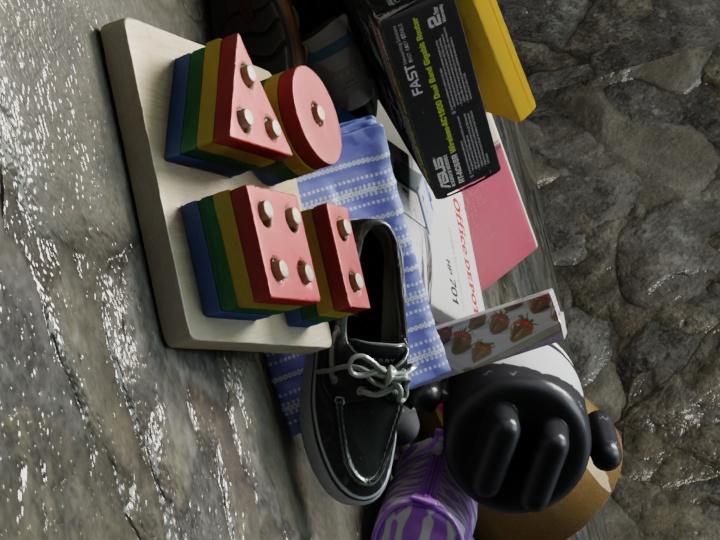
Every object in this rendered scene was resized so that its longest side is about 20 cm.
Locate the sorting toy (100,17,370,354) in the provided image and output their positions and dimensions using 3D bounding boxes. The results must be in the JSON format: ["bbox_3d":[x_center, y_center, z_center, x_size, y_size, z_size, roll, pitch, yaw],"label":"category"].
[{"bbox_3d":[-0.066,-0.054,1.081,0.200,0.069,0.200,9,66,-66],"label":"sorting toy"}]

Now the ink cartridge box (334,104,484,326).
[{"bbox_3d":[0.013,-0.022,1.376,0.200,0.085,0.147,28,45,-51],"label":"ink cartridge box"}]

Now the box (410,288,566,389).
[{"bbox_3d":[0.060,0.063,1.311,0.041,0.199,0.039,-16,87,-80],"label":"box"}]

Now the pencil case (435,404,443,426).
[{"bbox_3d":[0.088,0.079,1.561,0.088,0.088,0.201,-68,137,-72],"label":"pencil case"}]

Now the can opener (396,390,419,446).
[{"bbox_3d":[0.025,0.118,1.451,0.200,0.053,0.067,8,67,-77],"label":"can opener"}]

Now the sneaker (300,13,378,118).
[{"bbox_3d":[-0.022,-0.144,1.415,0.087,0.075,0.200,60,-2,2],"label":"sneaker"}]

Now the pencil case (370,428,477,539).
[{"bbox_3d":[0.058,0.198,1.419,0.200,0.083,0.086,-62,170,-76],"label":"pencil case"}]

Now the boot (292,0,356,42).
[{"bbox_3d":[-0.070,-0.278,1.450,0.165,0.065,0.200,57,-3,21],"label":"boot"}]

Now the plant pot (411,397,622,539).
[{"bbox_3d":[0.134,0.153,1.707,0.200,0.186,0.187,49,23,-32],"label":"plant pot"}]

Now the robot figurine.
[{"bbox_3d":[0.129,0.122,1.422,0.151,0.124,0.200,55,13,-14],"label":"robot figurine"}]

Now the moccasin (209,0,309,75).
[{"bbox_3d":[-0.078,-0.181,1.304,0.078,0.073,0.202,39,27,-59],"label":"moccasin"}]

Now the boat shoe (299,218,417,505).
[{"bbox_3d":[0.005,0.064,1.185,0.068,0.073,0.201,-4,-99,61],"label":"boat shoe"}]

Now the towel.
[{"bbox_3d":[-0.017,0.001,1.223,0.024,0.144,0.202,-9,-82,59],"label":"towel"}]

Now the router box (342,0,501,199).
[{"bbox_3d":[0.038,-0.177,1.333,0.201,0.062,0.150,68,-3,-47],"label":"router box"}]

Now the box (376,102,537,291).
[{"bbox_3d":[0.086,-0.088,1.777,0.128,0.109,0.201,38,-20,46],"label":"box"}]

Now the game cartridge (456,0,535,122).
[{"bbox_3d":[0.048,-0.220,1.445,0.199,0.032,0.177,24,-29,43],"label":"game cartridge"}]
